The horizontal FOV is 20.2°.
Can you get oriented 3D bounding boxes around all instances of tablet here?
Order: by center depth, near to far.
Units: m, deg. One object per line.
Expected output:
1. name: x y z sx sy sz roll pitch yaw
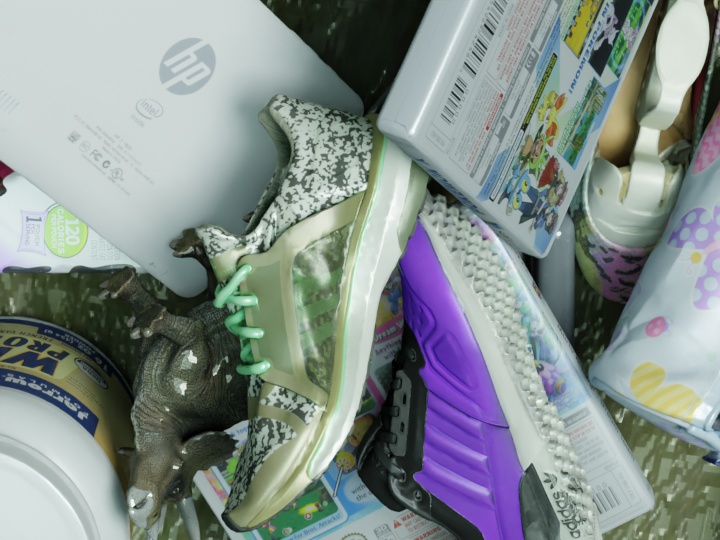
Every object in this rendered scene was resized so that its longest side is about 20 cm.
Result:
1. tablet: -0.094 -0.079 0.909 0.130 0.014 0.200 -47 134 3

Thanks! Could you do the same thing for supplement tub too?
1. supplement tub: -0.179 0.112 0.974 0.143 0.200 0.146 -1 103 -3

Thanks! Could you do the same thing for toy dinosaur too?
1. toy dinosaur: -0.058 0.033 0.948 0.200 0.077 0.103 -42 123 -22

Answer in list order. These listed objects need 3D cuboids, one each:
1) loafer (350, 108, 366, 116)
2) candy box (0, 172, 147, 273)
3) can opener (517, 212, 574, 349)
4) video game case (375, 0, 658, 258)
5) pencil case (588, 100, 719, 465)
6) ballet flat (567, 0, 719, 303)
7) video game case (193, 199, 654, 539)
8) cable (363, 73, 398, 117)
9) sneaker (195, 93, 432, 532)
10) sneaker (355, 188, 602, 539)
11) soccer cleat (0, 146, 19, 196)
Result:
1. loafer: 0.000 0.000 1.021 0.071 0.073 0.202 -21 103 0
2. candy box: -0.164 -0.087 0.996 0.198 0.072 0.169 0 102 -2
3. can opener: 0.088 0.071 1.044 0.053 0.067 0.202 -2 109 -2
4. video game case: 0.086 -0.122 0.893 0.022 0.182 0.201 21 84 27
5. pencil case: 0.184 -0.012 0.968 0.083 0.091 0.201 26 85 -10
6. ballet flat: 0.145 -0.076 1.012 0.068 0.071 0.202 8 102 -5
7. video game case: 0.018 0.084 1.006 0.199 0.024 0.183 -28 104 13
8. cable: 0.067 -0.120 0.953 0.050 0.097 0.201 36 73 0
9. sneaker: -0.038 0.013 0.883 0.088 0.077 0.202 21 77 -16
10. sneaker: 0.037 0.065 0.949 0.099 0.070 0.201 -20 105 13
11. soccer cleat: -0.145 -0.118 0.927 0.086 0.070 0.200 44 94 6
